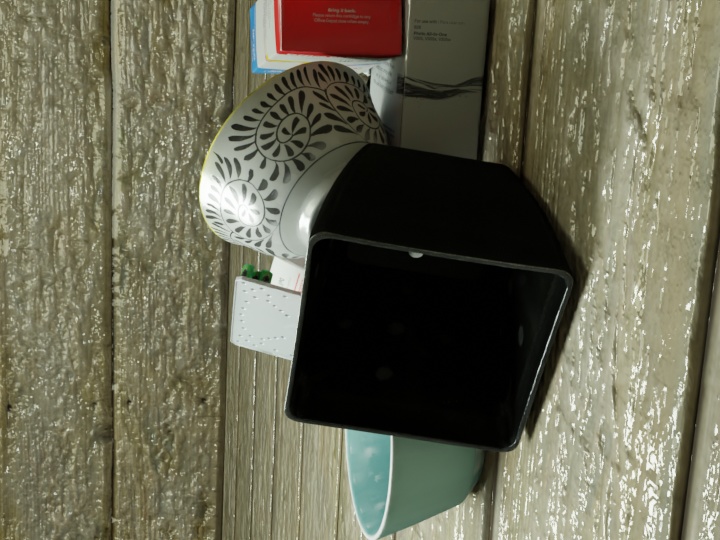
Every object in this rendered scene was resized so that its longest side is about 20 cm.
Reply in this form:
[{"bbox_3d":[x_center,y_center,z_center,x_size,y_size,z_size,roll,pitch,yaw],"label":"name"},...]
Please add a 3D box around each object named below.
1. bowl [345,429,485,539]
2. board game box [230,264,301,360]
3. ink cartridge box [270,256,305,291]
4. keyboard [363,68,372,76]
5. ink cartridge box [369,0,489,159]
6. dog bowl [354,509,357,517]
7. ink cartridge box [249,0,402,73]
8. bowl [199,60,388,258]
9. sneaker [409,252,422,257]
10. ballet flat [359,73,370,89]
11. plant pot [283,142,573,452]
[{"bbox_3d":[0.054,0.152,1.116,0.201,0.104,0.204,180,90,-78],"label":"bowl"},{"bbox_3d":[-0.054,0.066,1.385,0.200,0.198,0.026,108,178,-64],"label":"board game box"},{"bbox_3d":[-0.070,-0.022,1.570,0.201,0.067,0.117,-62,-4,-31],"label":"ink cartridge box"},{"bbox_3d":[0.030,-0.261,1.264,0.200,0.011,0.057,-59,-21,-64],"label":"keyboard"},{"bbox_3d":[0.061,-0.173,1.132,0.146,0.083,0.203,-123,35,-70],"label":"ink cartridge box"},{"bbox_3d":[0.024,0.203,1.386,0.111,0.049,0.203,-161,72,-77],"label":"dog bowl"},{"bbox_3d":[-0.032,-0.228,1.086,0.200,0.115,0.068,-169,78,-76],"label":"ink cartridge box"},{"bbox_3d":[-0.039,-0.079,1.063,0.094,0.199,0.202,43,140,33],"label":"bowl"},{"bbox_3d":[0.065,0.016,1.197,0.200,0.074,0.088,124,161,-64],"label":"sneaker"},{"bbox_3d":[0.014,-0.207,1.363,0.046,0.067,0.201,41,161,23],"label":"ballet flat"},{"bbox_3d":[0.051,0.006,0.969,0.179,0.197,0.202,-85,4,-49],"label":"plant pot"}]
